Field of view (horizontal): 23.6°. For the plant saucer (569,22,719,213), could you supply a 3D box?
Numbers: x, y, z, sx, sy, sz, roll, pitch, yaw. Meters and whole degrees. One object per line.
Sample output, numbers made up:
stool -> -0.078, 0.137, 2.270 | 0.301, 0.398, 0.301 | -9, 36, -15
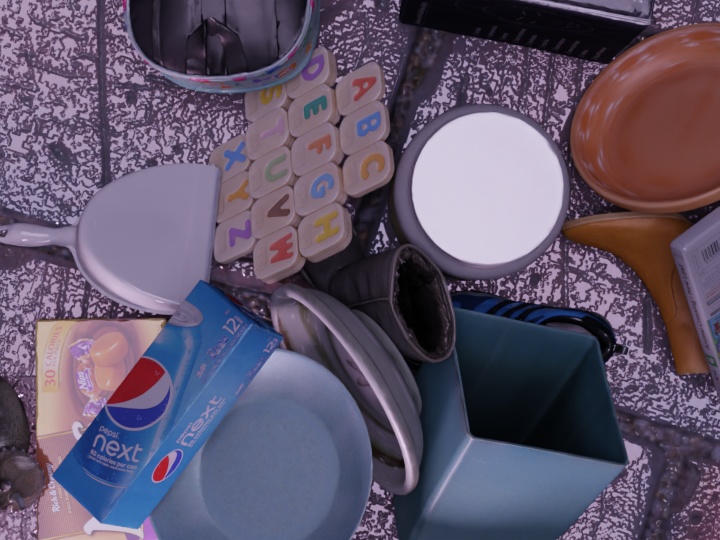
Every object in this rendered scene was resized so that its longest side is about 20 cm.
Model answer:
plant saucer -> 0.280, -0.127, 1.491 | 0.200, 0.200, 0.037 | -39, 135, -1

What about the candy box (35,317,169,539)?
candy box -> -0.226, 0.142, 1.518 | 0.116, 0.056, 0.200 | 0, 88, -3

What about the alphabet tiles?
alphabet tiles -> -0.056, -0.092, 1.471 | 0.195, 0.015, 0.200 | -24, 56, 30

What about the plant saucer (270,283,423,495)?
plant saucer -> 0.000, 0.089, 1.421 | 0.050, 0.200, 0.200 | -33, 90, -18

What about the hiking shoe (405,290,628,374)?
hiking shoe -> 0.129, 0.054, 1.511 | 0.200, 0.087, 0.075 | -1, 89, -2

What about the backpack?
backpack -> -0.117, -0.251, 1.476 | 0.177, 0.151, 0.200 | -3, 82, 4

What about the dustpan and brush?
dustpan and brush -> -0.228, -0.032, 1.521 | 0.200, 0.057, 0.140 | 6, 71, -3

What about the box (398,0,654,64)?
box -> 0.141, -0.265, 1.457 | 0.196, 0.200, 0.124 | 9, 88, -2

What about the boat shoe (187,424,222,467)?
boat shoe -> -0.114, 0.133, 1.489 | 0.200, 0.072, 0.060 | -2, 93, -25

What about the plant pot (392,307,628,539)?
plant pot -> 0.105, 0.159, 1.446 | 0.141, 0.141, 0.200 | 12, 131, -19

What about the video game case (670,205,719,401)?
video game case -> 0.364, -0.005, 1.480 | 0.200, 0.022, 0.182 | -35, 124, -17

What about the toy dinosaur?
toy dinosaur -> -0.321, 0.145, 1.500 | 0.102, 0.077, 0.200 | -28, 52, 21

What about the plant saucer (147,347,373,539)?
plant saucer -> -0.080, 0.164, 1.405 | 0.201, 0.039, 0.201 | -4, 78, 17

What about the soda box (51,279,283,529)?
soda box -> -0.154, 0.109, 1.384 | 0.064, 0.068, 0.200 | 38, 92, 23

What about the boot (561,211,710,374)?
boot -> 0.275, 0.020, 1.523 | 0.201, 0.071, 0.144 | 0, 89, -5

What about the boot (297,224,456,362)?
boot -> 0.001, -0.002, 1.450 | 0.072, 0.200, 0.182 | -28, 92, -12

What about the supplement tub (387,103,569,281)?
supplement tub -> 0.098, -0.064, 1.454 | 0.145, 0.200, 0.145 | 0, 89, -1

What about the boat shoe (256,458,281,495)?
boat shoe -> -0.037, 0.229, 1.489 | 0.062, 0.075, 0.200 | -33, 116, -18
